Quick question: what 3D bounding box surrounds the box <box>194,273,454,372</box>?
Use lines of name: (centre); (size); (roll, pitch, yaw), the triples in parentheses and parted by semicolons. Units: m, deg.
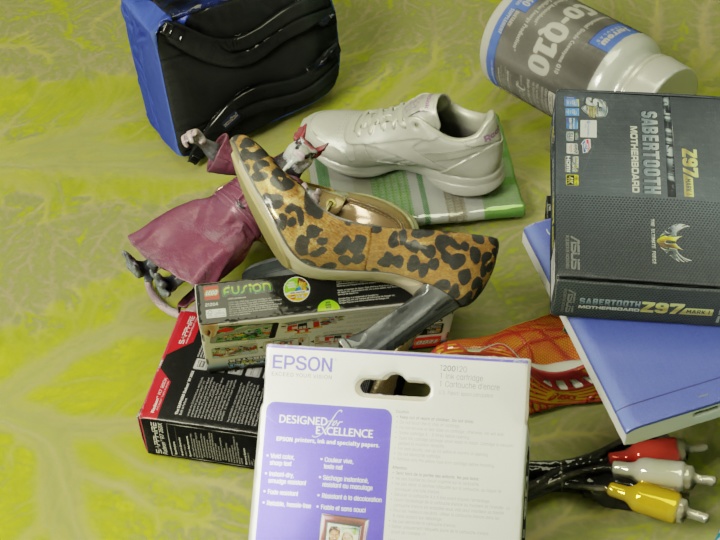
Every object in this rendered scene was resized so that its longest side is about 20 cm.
box: (-0.027, 0.036, 1.191); (0.198, 0.110, 0.035); (-6, 68, -5)

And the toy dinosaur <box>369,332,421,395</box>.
toy dinosaur: (-0.006, 0.138, 1.151); (0.100, 0.058, 0.202); (9, 74, 0)

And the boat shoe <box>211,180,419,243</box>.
boat shoe: (-0.045, -0.042, 1.363); (0.198, 0.075, 0.066); (10, 3, 25)

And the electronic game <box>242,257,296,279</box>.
electronic game: (0.000, 0.000, 1.265); (0.198, 0.200, 0.042); (-5, 82, -2)

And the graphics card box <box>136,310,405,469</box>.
graphics card box: (-0.069, 0.102, 1.242); (0.198, 0.051, 0.126); (6, 44, 11)

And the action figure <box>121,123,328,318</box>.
action figure: (-0.100, -0.043, 1.305); (0.200, 0.149, 0.134); (-40, 64, -14)

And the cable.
cable: (0.173, 0.151, 1.174); (0.198, 0.051, 0.098); (5, 43, 7)

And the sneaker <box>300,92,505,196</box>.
sneaker: (0.040, -0.134, 1.411); (0.198, 0.100, 0.075); (10, 47, 12)

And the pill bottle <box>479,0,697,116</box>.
pill bottle: (0.224, -0.196, 1.490); (0.113, 0.114, 0.199); (-35, 51, -29)

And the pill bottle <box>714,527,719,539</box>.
pill bottle: (0.312, 0.193, 1.076); (0.110, 0.111, 0.200); (18, 47, 21)

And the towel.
towel: (0.049, -0.090, 1.459); (0.198, 0.031, 0.150); (-4, 46, -4)

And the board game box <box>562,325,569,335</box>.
board game box: (0.263, 0.050, 1.238); (0.199, 0.024, 0.105); (-17, 50, -45)

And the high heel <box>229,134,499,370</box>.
high heel: (0.003, -0.043, 1.122); (0.142, 0.071, 0.201); (-34, 89, -8)

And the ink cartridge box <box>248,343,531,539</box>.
ink cartridge box: (0.022, 0.158, 1.084); (0.196, 0.043, 0.202); (4, 83, 8)

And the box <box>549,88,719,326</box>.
box: (0.227, -0.052, 1.185); (0.156, 0.051, 0.201); (4, 53, 3)

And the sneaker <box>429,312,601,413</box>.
sneaker: (0.149, 0.072, 1.253); (0.198, 0.073, 0.077); (-1, 39, -13)

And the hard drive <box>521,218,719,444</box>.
hard drive: (0.223, 0.030, 1.171); (0.131, 0.025, 0.201); (-15, 54, -10)

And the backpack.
backpack: (-0.130, -0.238, 1.524); (0.199, 0.164, 0.168); (-22, 43, -18)

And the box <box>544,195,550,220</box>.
box: (0.258, -0.025, 1.309); (0.198, 0.044, 0.160); (2, 16, 5)
